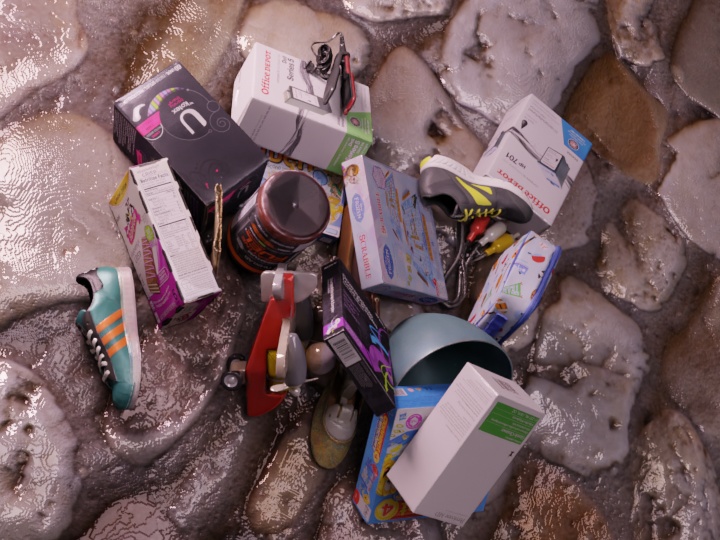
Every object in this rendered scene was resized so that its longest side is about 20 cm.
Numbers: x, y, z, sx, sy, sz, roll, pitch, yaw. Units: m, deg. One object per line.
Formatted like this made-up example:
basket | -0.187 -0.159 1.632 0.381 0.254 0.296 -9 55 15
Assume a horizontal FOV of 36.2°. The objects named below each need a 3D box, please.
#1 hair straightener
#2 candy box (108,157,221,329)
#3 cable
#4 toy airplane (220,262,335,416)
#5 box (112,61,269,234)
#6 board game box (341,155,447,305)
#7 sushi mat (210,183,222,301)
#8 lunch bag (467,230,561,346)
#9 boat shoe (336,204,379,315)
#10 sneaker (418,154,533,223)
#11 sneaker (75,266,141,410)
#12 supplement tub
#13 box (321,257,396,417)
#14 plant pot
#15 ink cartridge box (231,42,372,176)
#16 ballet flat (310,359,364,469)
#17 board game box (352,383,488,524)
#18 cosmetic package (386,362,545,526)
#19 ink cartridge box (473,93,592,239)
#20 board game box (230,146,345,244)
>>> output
hair straightener | -0.046 -0.315 1.684 0.077 0.041 0.200 22 40 -18
candy box | -0.271 -0.035 1.511 0.061 0.136 0.201 -18 81 -29
cable | 0.175 -0.029 1.781 0.097 0.050 0.200 44 57 -4
toy airplane | -0.095 0.091 1.517 0.141 0.199 0.201 22 61 -5
box | -0.244 -0.174 1.567 0.122 0.106 0.200 -41 83 -24
board game box | 0.054 -0.057 1.682 0.199 0.041 0.201 16 61 -56
sushi mat | -0.199 -0.035 1.513 0.012 0.200 0.096 3 69 -8
lunch bag | 0.231 0.041 1.704 0.075 0.200 0.161 28 60 0
boat shoe | 0.000 0.000 1.674 0.070 0.070 0.201 7 78 -17
sneaker | 0.178 -0.108 1.760 0.199 0.075 0.085 22 62 -6
sneaker | -0.341 0.092 1.475 0.080 0.071 0.201 -2 68 -22
supplement tub | -0.125 -0.058 1.555 0.107 0.200 0.107 9 68 -22
box | -0.004 0.087 1.506 0.143 0.036 0.200 57 12 -26
plant pot | 0.106 0.140 1.625 0.199 0.201 0.135 1 35 -26
ink cartridge box | -0.089 -0.244 1.680 0.199 0.084 0.146 18 41 -20
ballet flat | -0.022 0.186 1.598 0.070 0.071 0.201 25 63 -17
board game box | 0.105 0.258 1.572 0.199 0.056 0.197 -1 118 -26
cosmetic package | 0.141 0.236 1.489 0.107 0.085 0.200 23 105 -38
ink cartridge box | 0.285 -0.174 1.869 0.146 0.086 0.200 37 59 -11
board game box | -0.119 -0.133 1.680 0.199 0.034 0.136 16 66 -21
